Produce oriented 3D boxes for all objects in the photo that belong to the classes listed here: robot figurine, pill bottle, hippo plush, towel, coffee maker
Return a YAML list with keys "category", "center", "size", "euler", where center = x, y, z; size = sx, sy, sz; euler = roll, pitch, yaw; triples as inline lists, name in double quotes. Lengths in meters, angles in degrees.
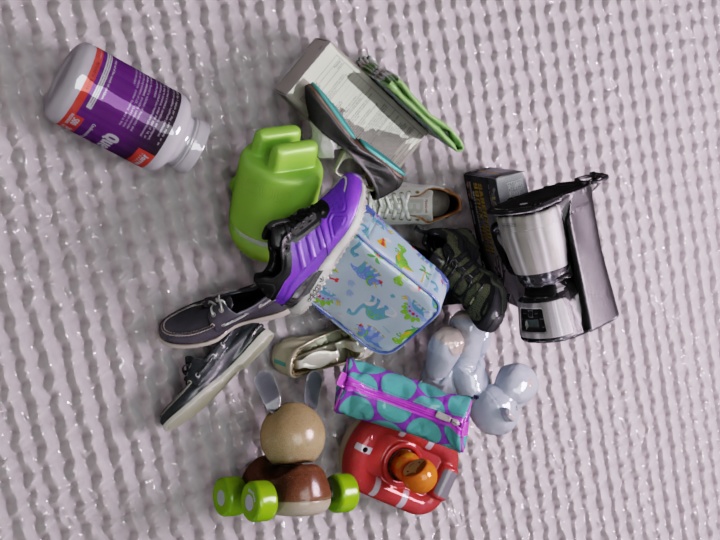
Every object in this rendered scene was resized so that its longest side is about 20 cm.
- category: "robot figurine"
  center: [-0.117, -0.097, 1.587]
  size: [0.115, 0.175, 0.200]
  euler: [-14, 132, -37]
- category: "pill bottle"
  center: [-0.302, -0.205, 1.520]
  size: [0.200, 0.112, 0.113]
  euler: [28, 81, -24]
- category: "hippo plush"
  center: [0.174, 0.164, 1.722]
  size: [0.161, 0.159, 0.200]
  euler: [37, 70, 20]
- category: "towel"
  center: [0.071, -0.240, 1.653]
  size: [0.149, 0.200, 0.031]
  euler: [39, 95, -22]
- category: "coffee maker"
  center: [0.291, -0.016, 1.628]
  size: [0.192, 0.135, 0.201]
  euler: [-17, 101, -11]

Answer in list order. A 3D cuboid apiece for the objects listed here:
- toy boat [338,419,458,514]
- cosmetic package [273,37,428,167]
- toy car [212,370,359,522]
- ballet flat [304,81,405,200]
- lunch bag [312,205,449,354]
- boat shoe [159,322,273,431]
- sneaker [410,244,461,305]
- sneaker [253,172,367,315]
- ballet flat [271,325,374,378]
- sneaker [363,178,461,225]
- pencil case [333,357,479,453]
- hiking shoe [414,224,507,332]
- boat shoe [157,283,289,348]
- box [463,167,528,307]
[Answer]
- category: "toy boat"
  center: [0.068, 0.290, 1.720]
  size: [0.200, 0.131, 0.131]
  euler: [27, 86, -25]
- category: "cosmetic package"
  center: [-0.014, -0.228, 1.665]
  size: [0.200, 0.087, 0.103]
  euler: [42, 89, -23]
- category: "toy car"
  center: [-0.105, 0.241, 1.631]
  size: [0.164, 0.158, 0.201]
  euler: [2, 84, -35]
- category: "ballet flat"
  center: [-0.022, -0.168, 1.598]
  size: [0.068, 0.068, 0.200]
  euler: [-44, 113, 7]
- category: "lunch bag"
  center: [0.009, 0.015, 1.637]
  size: [0.200, 0.161, 0.083]
  euler: [39, 36, -10]
- category: "boat shoe"
  center: [-0.213, 0.136, 1.615]
  size: [0.199, 0.075, 0.066]
  euler: [-44, 80, -9]
- category: "sneaker"
  center: [0.113, 0.024, 1.777]
  size: [0.200, 0.072, 0.083]
  euler: [23, 111, -26]
- category: "sneaker"
  center: [-0.070, -0.048, 1.498]
  size: [0.099, 0.070, 0.200]
  euler: [29, 90, -25]
- category: "ballet flat"
  center: [-0.032, 0.114, 1.700]
  size: [0.200, 0.069, 0.070]
  euler: [-16, 100, -24]
- category: "sneaker"
  center: [0.058, -0.103, 1.719]
  size: [0.199, 0.085, 0.073]
  euler: [-6, 98, -24]
- category: "pencil case"
  center: [0.062, 0.190, 1.652]
  size: [0.199, 0.092, 0.085]
  euler: [17, 82, 4]
- category: "hiking shoe"
  center: [0.138, 0.013, 1.676]
  size: [0.100, 0.200, 0.076]
  euler: [7, 128, -29]
- category: "boat shoe"
  center: [-0.185, 0.047, 1.597]
  size: [0.200, 0.073, 0.063]
  euler: [-17, 141, -13]
- category: "box"
  center: [0.219, -0.052, 1.757]
  size: [0.048, 0.158, 0.201]
  euler: [-15, 101, -10]
